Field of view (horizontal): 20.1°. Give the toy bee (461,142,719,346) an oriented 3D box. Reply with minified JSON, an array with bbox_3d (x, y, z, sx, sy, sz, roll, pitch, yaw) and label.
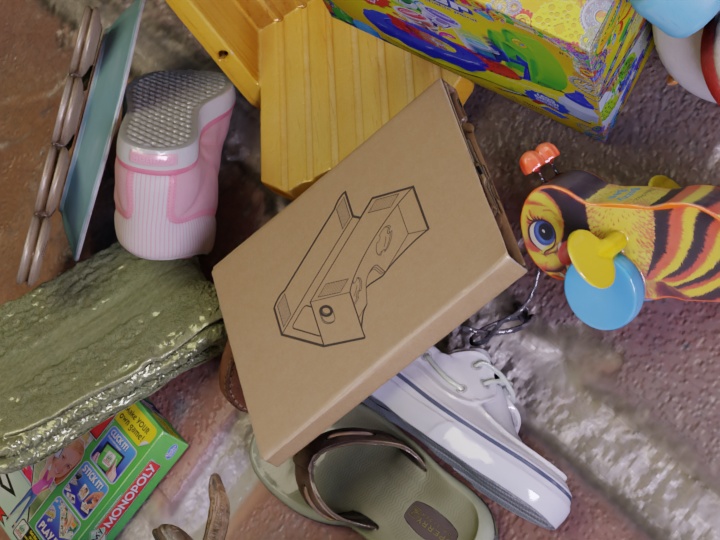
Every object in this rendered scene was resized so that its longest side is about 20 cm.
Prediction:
[{"bbox_3d":[0.133,-0.021,1.159,0.199,0.109,0.131,-16,11,16],"label":"toy bee"}]

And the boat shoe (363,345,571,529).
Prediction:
[{"bbox_3d":[0.056,0.074,1.197,0.200,0.074,0.067,34,80,33],"label":"boat shoe"}]

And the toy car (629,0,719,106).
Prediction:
[{"bbox_3d":[0.234,-0.160,1.160,0.177,0.184,0.200,-60,16,-5],"label":"toy car"}]

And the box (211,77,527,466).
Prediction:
[{"bbox_3d":[0.000,0.000,1.221,0.200,0.021,0.164,-39,42,20],"label":"box"}]

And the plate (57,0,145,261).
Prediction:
[{"bbox_3d":[-0.190,-0.106,1.466,0.200,0.025,0.201,-166,90,-81],"label":"plate"}]

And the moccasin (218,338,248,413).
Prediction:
[{"bbox_3d":[-0.008,0.021,1.297,0.201,0.074,0.078,-37,35,5],"label":"moccasin"}]

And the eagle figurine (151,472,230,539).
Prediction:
[{"bbox_3d":[-0.116,0.245,1.177,0.151,0.152,0.200,37,129,7],"label":"eagle figurine"}]

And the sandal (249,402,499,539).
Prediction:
[{"bbox_3d":[0.003,0.125,1.232,0.201,0.057,0.080,24,82,45],"label":"sandal"}]

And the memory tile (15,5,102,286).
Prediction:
[{"bbox_3d":[-0.214,-0.086,1.455,0.153,0.017,0.201,176,108,-81],"label":"memory tile"}]

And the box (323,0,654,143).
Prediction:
[{"bbox_3d":[0.078,-0.192,1.204,0.199,0.193,0.122,26,83,14],"label":"box"}]

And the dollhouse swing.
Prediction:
[{"bbox_3d":[-0.034,-0.183,1.375,0.199,0.182,0.176,-25,32,26],"label":"dollhouse swing"}]

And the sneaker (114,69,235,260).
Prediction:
[{"bbox_3d":[-0.133,-0.071,1.427,0.075,0.105,0.200,3,23,3],"label":"sneaker"}]

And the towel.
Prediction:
[{"bbox_3d":[-0.190,0.052,1.413,0.199,0.037,0.148,-32,42,-6],"label":"towel"}]

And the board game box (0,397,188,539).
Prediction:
[{"bbox_3d":[-0.216,0.118,1.441,0.135,0.029,0.200,-52,44,4],"label":"board game box"}]
